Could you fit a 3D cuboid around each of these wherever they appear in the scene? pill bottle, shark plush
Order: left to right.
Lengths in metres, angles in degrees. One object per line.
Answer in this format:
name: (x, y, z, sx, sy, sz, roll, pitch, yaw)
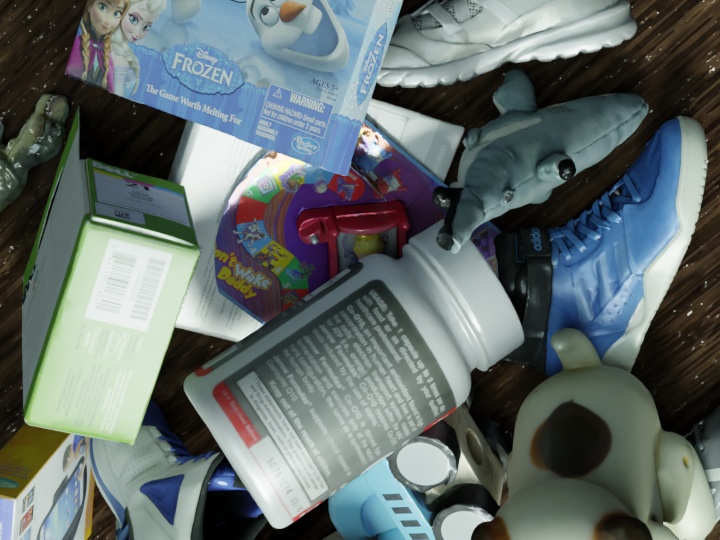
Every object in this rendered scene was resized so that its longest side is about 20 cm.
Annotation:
pill bottle: (-0.002, 0.063, 1.066, 0.199, 0.114, 0.114, -33, 102, -7)
shark plush: (0.102, -0.073, 1.046, 0.083, 0.199, 0.092, 3, 105, 36)

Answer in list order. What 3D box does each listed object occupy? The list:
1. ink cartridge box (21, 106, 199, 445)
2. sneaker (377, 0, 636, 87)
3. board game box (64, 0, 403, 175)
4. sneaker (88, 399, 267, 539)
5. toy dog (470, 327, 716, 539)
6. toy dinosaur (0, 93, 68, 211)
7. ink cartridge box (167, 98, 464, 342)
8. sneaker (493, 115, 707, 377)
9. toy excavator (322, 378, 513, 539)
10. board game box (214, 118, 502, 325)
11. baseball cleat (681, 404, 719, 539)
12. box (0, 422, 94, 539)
ink cartridge box: (-0.172, -0.004, 1.120, 0.075, 0.200, 0.149, 14, 113, -18)
sneaker: (0.073, -0.167, 1.083, 0.198, 0.075, 0.083, -12, 98, 2)
board game box: (-0.069, -0.186, 1.047, 0.199, 0.043, 0.200, 20, 95, 23)
sneaker: (-0.117, 0.154, 1.156, 0.115, 0.200, 0.081, -36, 129, 15)
toy dog: (0.144, 0.152, 1.041, 0.138, 0.200, 0.195, 4, 114, 16)
toy dinosaur: (-0.288, -0.058, 1.186, 0.088, 0.048, 0.200, 37, 114, -11)
ink cartridge box: (-0.046, -0.041, 1.151, 0.175, 0.045, 0.201, 16, 112, -15)
sneaker: (0.149, -0.018, 1.109, 0.110, 0.077, 0.201, 15, 117, -6)
toy excavator: (0.016, 0.177, 1.194, 0.199, 0.100, 0.195, -20, 116, 24)
board game box: (0.000, 0.000, 1.129, 0.200, 0.039, 0.158, 38, 105, -21)
baseball cleat: (0.207, 0.149, 1.161, 0.106, 0.070, 0.201, 25, 110, -2)
box: (-0.232, 0.175, 1.172, 0.041, 0.200, 0.120, 10, 111, 6)
